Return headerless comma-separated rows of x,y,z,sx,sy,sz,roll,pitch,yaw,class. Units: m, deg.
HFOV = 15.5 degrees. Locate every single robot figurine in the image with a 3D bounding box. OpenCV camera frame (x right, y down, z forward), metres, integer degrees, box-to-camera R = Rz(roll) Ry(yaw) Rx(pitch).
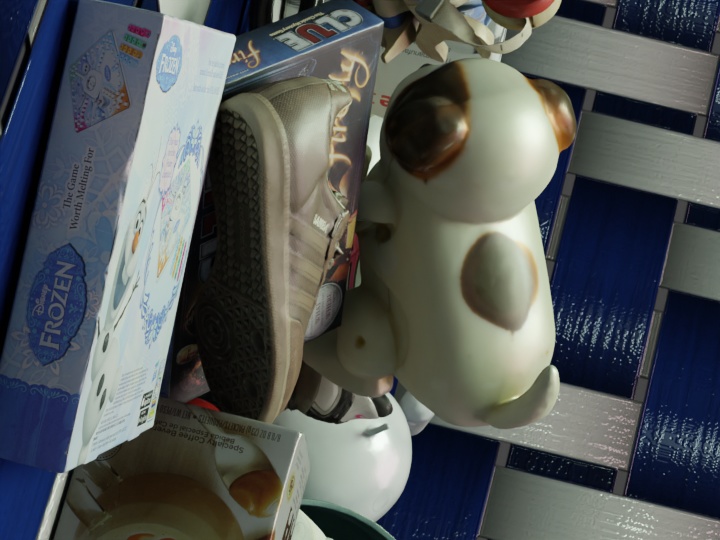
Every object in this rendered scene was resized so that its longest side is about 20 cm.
-0.027,0.126,1.785,0.113,0.169,0.200,60,-11,5,robot figurine

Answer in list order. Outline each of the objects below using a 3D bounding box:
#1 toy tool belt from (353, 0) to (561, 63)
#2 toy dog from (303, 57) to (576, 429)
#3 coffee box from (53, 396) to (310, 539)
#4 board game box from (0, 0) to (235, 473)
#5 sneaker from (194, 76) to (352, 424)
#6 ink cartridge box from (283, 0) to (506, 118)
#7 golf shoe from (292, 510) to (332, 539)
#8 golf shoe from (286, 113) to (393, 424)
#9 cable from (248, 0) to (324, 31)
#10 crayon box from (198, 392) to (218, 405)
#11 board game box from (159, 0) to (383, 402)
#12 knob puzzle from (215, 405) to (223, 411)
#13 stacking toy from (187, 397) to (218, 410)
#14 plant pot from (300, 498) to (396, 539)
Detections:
0.037,-0.181,1.533,0.125,0.199,0.123,-54,159,-12,toy tool belt
0.050,-0.024,1.496,0.194,0.139,0.201,-128,-141,-57,toy dog
-0.106,0.174,1.374,0.080,0.114,0.201,87,17,-71,coffee box
-0.111,-0.019,1.213,0.200,0.043,0.200,-19,122,-84,board game box
-0.035,-0.007,1.365,0.075,0.070,0.201,-23,134,-33,sneaker
0.030,-0.196,1.735,0.084,0.143,0.201,-69,171,-56,ink cartridge box
-0.103,0.211,1.572,0.200,0.097,0.078,-35,171,-13,golf shoe
0.000,0.000,1.646,0.073,0.092,0.201,84,18,-73,golf shoe
-0.062,-0.087,1.583,0.050,0.097,0.201,-15,-101,62,cable
-0.061,-0.027,1.694,0.126,0.051,0.201,95,10,-57,crayon box
-0.057,-0.035,1.414,0.135,0.035,0.201,-26,137,-38,board game box
-0.079,0.070,1.825,0.221,0.030,0.220,-64,-179,2,knob puzzle
-0.114,0.164,1.517,0.085,0.085,0.201,93,5,-64,stacking toy
-0.066,0.233,1.682,0.134,0.199,0.201,-165,-92,-70,plant pot
